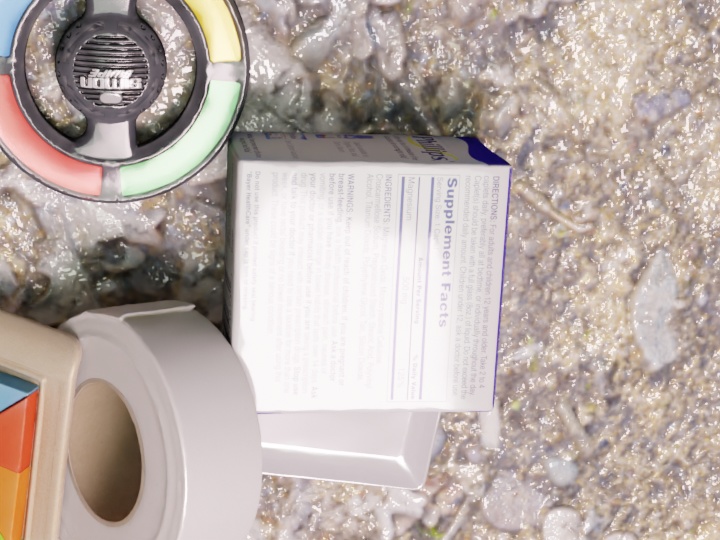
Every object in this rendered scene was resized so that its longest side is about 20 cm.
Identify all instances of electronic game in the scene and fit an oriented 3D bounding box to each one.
[{"bbox_3d":[-0.176,-0.144,1.086,0.197,0.042,0.203,-3,112,-8],"label":"electronic game"}]

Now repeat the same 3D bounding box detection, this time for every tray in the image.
[{"bbox_3d":[-0.035,0.114,1.221,0.197,0.022,0.109,8,109,-12],"label":"tray"}]

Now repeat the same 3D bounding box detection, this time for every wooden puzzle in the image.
[{"bbox_3d":[-0.300,0.120,1.131,0.183,0.037,0.203,18,109,17],"label":"wooden puzzle"}]

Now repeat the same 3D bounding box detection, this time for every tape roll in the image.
[{"bbox_3d":[-0.158,0.124,1.108,0.070,0.202,0.205,-7,117,-41],"label":"tape roll"}]

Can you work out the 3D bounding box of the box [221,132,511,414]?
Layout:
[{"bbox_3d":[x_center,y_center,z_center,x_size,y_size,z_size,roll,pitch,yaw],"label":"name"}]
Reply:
[{"bbox_3d":[0.000,0.000,1.126,0.197,0.105,0.187,1,105,-9],"label":"box"}]
